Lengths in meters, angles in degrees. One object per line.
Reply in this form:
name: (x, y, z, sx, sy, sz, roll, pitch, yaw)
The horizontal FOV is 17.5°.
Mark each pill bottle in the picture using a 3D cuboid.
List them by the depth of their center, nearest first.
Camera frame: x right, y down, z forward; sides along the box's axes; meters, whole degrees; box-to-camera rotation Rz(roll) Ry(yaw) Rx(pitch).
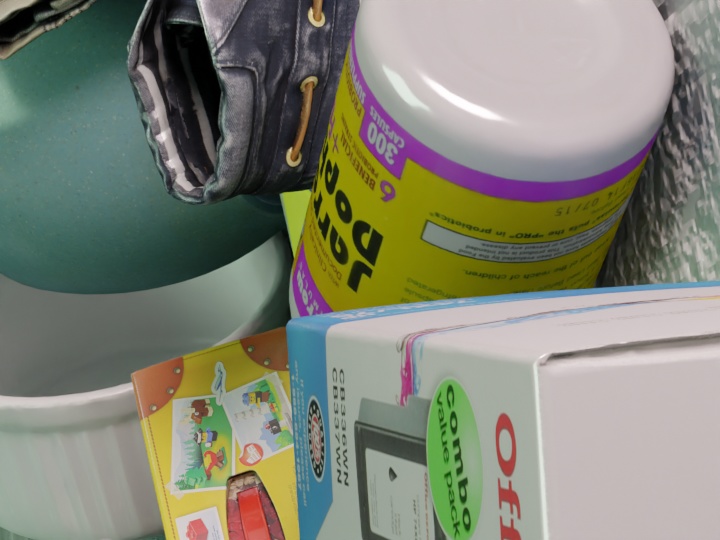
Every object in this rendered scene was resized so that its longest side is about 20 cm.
pill bottle: (0.033, -0.015, 0.800, 0.201, 0.103, 0.105, 106, 154, -48)

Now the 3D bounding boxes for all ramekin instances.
ramekin: (-0.124, 0.050, 1.181, 0.201, 0.199, 0.098, -123, 19, -58)

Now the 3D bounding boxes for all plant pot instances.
plant pot: (-0.084, -0.080, 1.083, 0.134, 0.199, 0.202, 11, 106, 38)

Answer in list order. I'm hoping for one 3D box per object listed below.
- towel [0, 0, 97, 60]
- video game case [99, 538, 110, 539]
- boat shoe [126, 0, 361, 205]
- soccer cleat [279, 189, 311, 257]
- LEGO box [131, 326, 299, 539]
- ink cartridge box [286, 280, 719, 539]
towel: (-0.085, -0.197, 0.999, 0.035, 0.192, 0.201, 48, -155, -36)
video game case: (-0.076, 0.240, 1.029, 0.200, 0.023, 0.183, -132, 26, -63)
boat shoe: (-0.039, -0.125, 0.852, 0.070, 0.091, 0.202, 1, 101, 42)
soccer cleat: (-0.001, 0.000, 0.967, 0.084, 0.064, 0.201, 81, 178, -58)
LEGO box: (-0.029, 0.152, 1.007, 0.149, 0.077, 0.201, 74, 180, -55)
ink cartridge box: (0.079, 0.081, 0.593, 0.200, 0.145, 0.148, -179, 86, -73)
